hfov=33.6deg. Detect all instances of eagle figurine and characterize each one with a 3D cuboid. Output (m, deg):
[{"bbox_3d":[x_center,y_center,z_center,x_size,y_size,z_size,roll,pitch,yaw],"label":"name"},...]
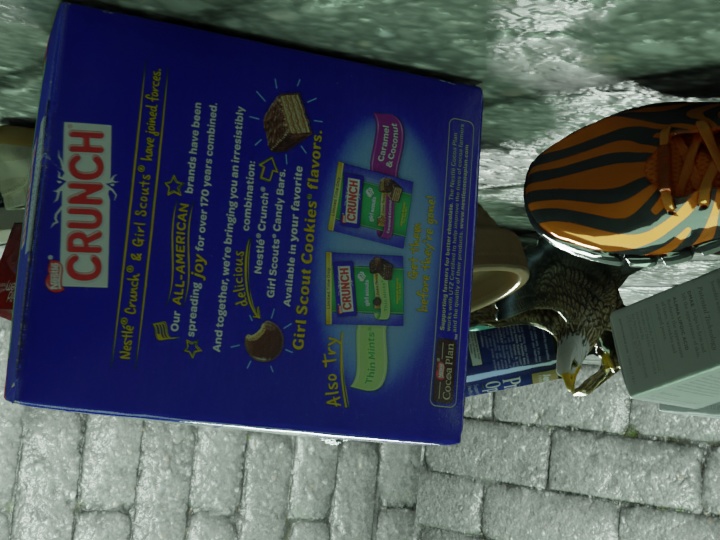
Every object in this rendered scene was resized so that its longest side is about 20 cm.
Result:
[{"bbox_3d":[0.160,0.028,0.971,0.199,0.152,0.151,30,-164,-19],"label":"eagle figurine"}]

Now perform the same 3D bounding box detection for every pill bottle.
[{"bbox_3d":[0.153,0.059,1.179,0.197,0.113,0.112,-11,172,6],"label":"pill bottle"}]

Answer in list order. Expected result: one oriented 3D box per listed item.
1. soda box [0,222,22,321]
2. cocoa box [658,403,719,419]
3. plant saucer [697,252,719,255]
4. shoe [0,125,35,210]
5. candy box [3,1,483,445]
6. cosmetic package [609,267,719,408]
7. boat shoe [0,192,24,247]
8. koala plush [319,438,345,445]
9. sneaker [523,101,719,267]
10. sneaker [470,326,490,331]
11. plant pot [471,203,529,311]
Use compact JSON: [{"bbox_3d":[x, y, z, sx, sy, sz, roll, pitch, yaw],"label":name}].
[{"bbox_3d":[-0.181,0.007,0.793,0.063,0.071,0.199,25,165,-33],"label":"soda box"},{"bbox_3d":[0.426,0.098,1.297,0.132,0.133,0.199,1,172,39],"label":"cocoa box"},{"bbox_3d":[0.230,-0.035,0.720,0.198,0.035,0.200,7,173,1],"label":"plant saucer"},{"bbox_3d":[-0.138,-0.058,0.765,0.197,0.054,0.070,5,174,8],"label":"shoe"},{"bbox_3d":[-0.051,-0.014,0.541,0.198,0.171,0.077,9,170,-21],"label":"candy box"},{"bbox_3d":[0.291,0.036,0.856,0.101,0.075,0.199,12,149,-44],"label":"cosmetic package"},{"bbox_3d":[-0.267,-0.041,0.944,0.198,0.076,0.093,2,165,31],"label":"boat shoe"},{"bbox_3d":[-0.047,0.047,1.209,0.178,0.184,0.200,48,-174,31],"label":"koala plush"},{"bbox_3d":[0.159,-0.053,0.486,0.197,0.079,0.112,-7,166,16],"label":"sneaker"},{"bbox_3d":[0.073,0.025,1.086,0.197,0.072,0.080,5,170,-5],"label":"sneaker"},{"bbox_3d":[-0.002,-0.012,0.739,0.198,0.094,0.201,-15,168,-3],"label":"plant pot"}]
